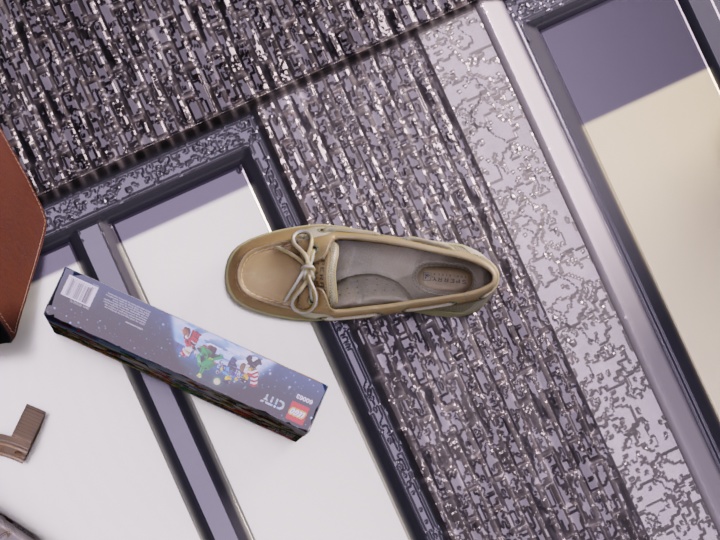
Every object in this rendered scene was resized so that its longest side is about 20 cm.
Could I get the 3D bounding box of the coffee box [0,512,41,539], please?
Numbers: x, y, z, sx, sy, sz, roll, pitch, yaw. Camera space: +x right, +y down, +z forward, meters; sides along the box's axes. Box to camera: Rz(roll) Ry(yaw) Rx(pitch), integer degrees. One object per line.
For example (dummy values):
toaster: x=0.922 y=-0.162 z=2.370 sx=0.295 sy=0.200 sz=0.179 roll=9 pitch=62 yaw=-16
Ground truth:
coffee box: x=-0.330 y=0.185 z=1.516 sx=0.200 sy=0.080 sz=0.115 roll=35 pitch=85 yaw=-15

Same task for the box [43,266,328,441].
box: x=-0.124 y=0.062 z=1.553 sx=0.199 sy=0.137 sz=0.038 roll=25 pitch=81 yaw=-1

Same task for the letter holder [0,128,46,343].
letter holder: x=-0.314 y=-0.059 z=1.534 sx=0.100 sy=0.200 sz=0.143 roll=-11 pitch=40 yaw=18

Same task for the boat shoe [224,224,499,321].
boat shoe: x=0.001 y=0.003 z=1.605 sx=0.199 sy=0.063 sz=0.074 roll=6 pitch=84 yaw=-4

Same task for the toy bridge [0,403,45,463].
toy bridge: x=-0.329 y=0.090 z=1.568 sx=0.199 sy=0.027 sz=0.067 roll=25 pitch=47 yaw=-6
